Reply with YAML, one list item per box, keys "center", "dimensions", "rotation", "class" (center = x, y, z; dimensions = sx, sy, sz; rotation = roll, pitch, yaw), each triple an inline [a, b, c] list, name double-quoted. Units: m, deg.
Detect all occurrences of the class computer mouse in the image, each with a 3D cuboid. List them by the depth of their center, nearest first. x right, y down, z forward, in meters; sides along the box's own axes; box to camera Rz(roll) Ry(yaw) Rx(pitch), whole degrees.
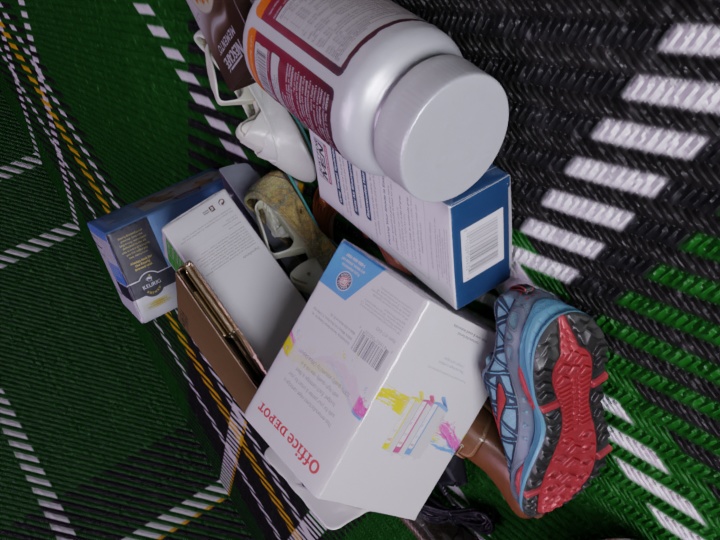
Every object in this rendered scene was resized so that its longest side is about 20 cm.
- center: [0.068, 0.198, 0.947]
  dimensions: [0.140, 0.046, 0.201]
  rotation: [-16, 111, 56]
  class: "computer mouse"

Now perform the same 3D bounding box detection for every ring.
- center: [0.000, 0.000, 0.913]
  dimensions: [0.201, 0.019, 0.201]
  rotation: [49, 155, 31]
  class: "ring"

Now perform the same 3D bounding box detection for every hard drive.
- center: [-0.096, -0.030, 1.030]
  dimensions: [0.201, 0.042, 0.135]
  rotation: [55, 169, 12]
  class: "hard drive"

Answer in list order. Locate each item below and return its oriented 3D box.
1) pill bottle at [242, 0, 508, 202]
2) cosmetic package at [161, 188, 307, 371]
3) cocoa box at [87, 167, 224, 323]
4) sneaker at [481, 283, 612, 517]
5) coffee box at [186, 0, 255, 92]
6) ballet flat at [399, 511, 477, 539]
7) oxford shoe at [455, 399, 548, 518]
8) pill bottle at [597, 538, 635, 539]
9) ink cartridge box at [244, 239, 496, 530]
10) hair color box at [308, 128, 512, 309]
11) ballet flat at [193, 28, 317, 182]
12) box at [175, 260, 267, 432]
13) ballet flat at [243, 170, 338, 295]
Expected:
- center: [0.007, -0.136, 0.614]
  dimensions: [0.200, 0.109, 0.110]
  rotation: [44, 152, 39]
  class: "pill bottle"
- center: [-0.120, 0.028, 0.916]
  dimensions: [0.201, 0.084, 0.108]
  rotation: [54, 162, 7]
  class: "cosmetic package"
- center: [-0.248, -0.041, 1.177]
  dimensions: [0.133, 0.199, 0.132]
  rotation: [19, 133, 61]
  class: "cocoa box"
- center: [0.138, 0.097, 0.661]
  dimensions: [0.096, 0.078, 0.202]
  rotation: [-131, 32, -53]
  class: "sneaker"
- center: [-0.113, -0.278, 0.759]
  dimensions: [0.202, 0.079, 0.114]
  rotation: [64, 159, -4]
  class: "coffee box"
- center: [0.072, 0.286, 1.029]
  dimensions: [0.200, 0.067, 0.047]
  rotation: [45, 149, 24]
  class: "ballet flat"
- center: [0.098, 0.152, 0.802]
  dimensions: [0.201, 0.071, 0.072]
  rotation: [53, 155, 18]
  class: "oxford shoe"
- center: [0.178, 0.288, 0.718]
  dimensions: [0.115, 0.114, 0.200]
  rotation: [58, 158, 10]
  class: "pill bottle"
- center: [0.009, 0.104, 0.727]
  dimensions: [0.125, 0.201, 0.128]
  rotation: [26, -173, -41]
  class: "ink cartridge box"
- center: [0.035, -0.067, 0.696]
  dimensions: [0.200, 0.060, 0.101]
  rotation: [41, 150, 42]
  class: "hair color box"
- center: [-0.115, -0.174, 0.906]
  dimensions: [0.202, 0.069, 0.069]
  rotation: [63, 158, -2]
  class: "ballet flat"
- center: [-0.137, 0.087, 0.889]
  dimensions: [0.164, 0.021, 0.200]
  rotation: [54, 161, 7]
  class: "box"
- center: [-0.059, -0.019, 0.910]
  dimensions: [0.201, 0.070, 0.071]
  rotation: [54, 157, 20]
  class: "ballet flat"
